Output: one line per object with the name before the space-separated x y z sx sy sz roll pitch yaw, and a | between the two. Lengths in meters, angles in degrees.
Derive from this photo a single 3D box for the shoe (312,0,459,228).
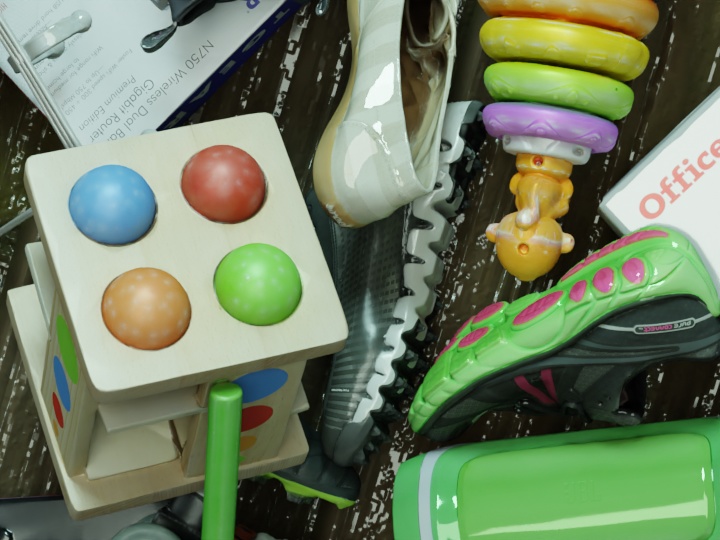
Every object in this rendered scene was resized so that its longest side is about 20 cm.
shoe | 0.026 -0.108 1.241 0.053 0.070 0.201 -18 46 38

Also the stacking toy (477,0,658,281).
stacking toy | 0.100 -0.094 1.245 0.115 0.110 0.202 9 88 9

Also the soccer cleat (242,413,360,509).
soccer cleat | -0.076 0.051 1.295 0.199 0.068 0.081 33 90 8

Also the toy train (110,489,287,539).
toy train | -0.098 0.211 1.248 0.113 0.085 0.201 28 91 4

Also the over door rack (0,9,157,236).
over door rack | -0.189 -0.095 1.262 0.066 0.200 0.148 -35 96 -38

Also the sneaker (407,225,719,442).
sneaker | 0.099 0.051 1.233 0.200 0.077 0.084 -28 105 43

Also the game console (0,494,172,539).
game console | -0.170 0.220 1.308 0.176 0.031 0.202 -4 84 13

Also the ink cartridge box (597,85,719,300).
ink cartridge box | 0.235 -0.009 1.246 0.146 0.084 0.200 -43 86 5

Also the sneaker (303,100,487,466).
sneaker | 0.000 0.000 1.283 0.090 0.066 0.201 15 83 13

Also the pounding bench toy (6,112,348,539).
pounding bench toy | -0.078 0.050 1.168 0.123 0.156 0.201 -12 65 -18

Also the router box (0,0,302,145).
router box | -0.120 -0.180 1.305 0.200 0.049 0.180 -44 85 5

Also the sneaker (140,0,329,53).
sneaker | -0.100 -0.180 1.239 0.199 0.078 0.141 16 92 7

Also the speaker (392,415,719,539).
speaker | 0.121 0.123 1.251 0.199 0.088 0.089 -7 89 15
